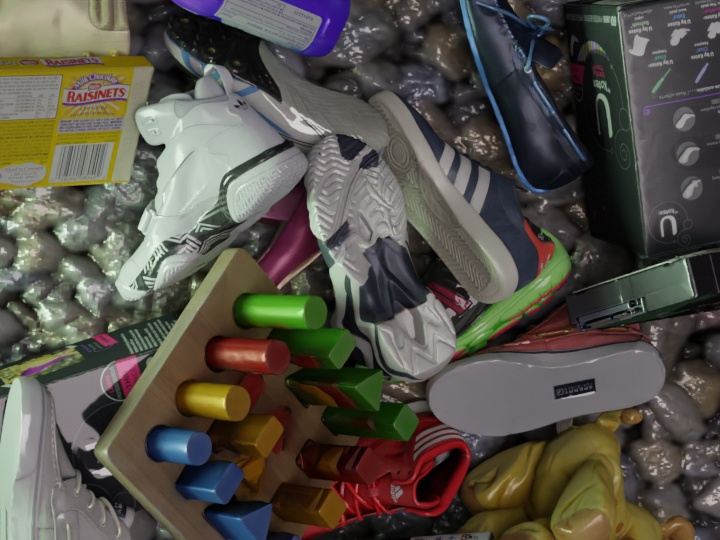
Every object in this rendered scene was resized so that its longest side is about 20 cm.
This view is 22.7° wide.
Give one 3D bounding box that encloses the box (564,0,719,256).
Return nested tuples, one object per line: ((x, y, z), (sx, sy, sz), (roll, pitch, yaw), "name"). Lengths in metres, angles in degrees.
((0.244, -0.124, 1.459), (0.105, 0.122, 0.202), (-11, 101, -13), "box")

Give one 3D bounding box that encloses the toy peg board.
((-0.063, 0.121, 1.350), (0.200, 0.097, 0.200), (51, 56, -32), "toy peg board")

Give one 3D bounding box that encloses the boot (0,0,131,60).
((-0.251, -0.152, 1.366), (0.154, 0.073, 0.202), (2, 96, -16), "boot")

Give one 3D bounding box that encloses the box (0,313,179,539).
((-0.214, 0.125, 1.400), (0.199, 0.106, 0.123), (-17, 103, -10), "box")

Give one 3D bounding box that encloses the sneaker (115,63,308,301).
((-0.138, -0.068, 1.388), (0.200, 0.075, 0.115), (-38, 85, 30), "sneaker")

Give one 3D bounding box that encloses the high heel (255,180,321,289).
((-0.061, 0.023, 1.442), (0.095, 0.067, 0.202), (14, 81, -6), "high heel")

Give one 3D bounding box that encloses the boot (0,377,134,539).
((-0.215, 0.172, 1.324), (0.095, 0.074, 0.202), (-1, 110, -20), "boot")

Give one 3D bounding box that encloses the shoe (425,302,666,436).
((0.148, 0.080, 1.496), (0.198, 0.091, 0.072), (-8, 115, -4), "shoe")

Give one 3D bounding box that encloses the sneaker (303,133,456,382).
((0.000, 0.000, 1.409), (0.079, 0.130, 0.200), (-29, 86, -22), "sneaker")

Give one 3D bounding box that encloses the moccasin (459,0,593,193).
((0.134, -0.165, 1.452), (0.068, 0.081, 0.201), (-19, 104, 15), "moccasin")

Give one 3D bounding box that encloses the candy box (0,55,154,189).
((-0.254, -0.108, 1.324), (0.199, 0.026, 0.103), (-5, 124, -34), "candy box")

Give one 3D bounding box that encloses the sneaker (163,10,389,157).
((-0.073, -0.134, 1.418), (0.199, 0.072, 0.073), (31, 130, -8), "sneaker")

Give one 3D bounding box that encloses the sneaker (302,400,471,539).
((-0.002, 0.174, 1.457), (0.199, 0.115, 0.079), (-31, 105, -8), "sneaker")

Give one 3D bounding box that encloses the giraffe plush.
((0.190, 0.221, 1.513), (0.163, 0.172, 0.200), (54, 49, -26), "giraffe plush")

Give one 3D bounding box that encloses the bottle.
((-0.106, -0.224, 1.364), (0.199, 0.084, 0.066), (17, 108, -30), "bottle")

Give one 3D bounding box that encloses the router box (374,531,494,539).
((0.026, 0.289, 1.452), (0.198, 0.051, 0.150), (-7, 119, 19), "router box")

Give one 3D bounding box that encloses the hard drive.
((0.282, 0.010, 1.455), (0.199, 0.139, 0.038), (-8, 81, -39), "hard drive")

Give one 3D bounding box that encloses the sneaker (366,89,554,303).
((0.081, -0.067, 1.444), (0.084, 0.075, 0.201), (-25, 73, -33), "sneaker")

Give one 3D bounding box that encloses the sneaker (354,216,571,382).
((0.078, 0.026, 1.486), (0.199, 0.077, 0.084), (-32, 76, -3), "sneaker")
